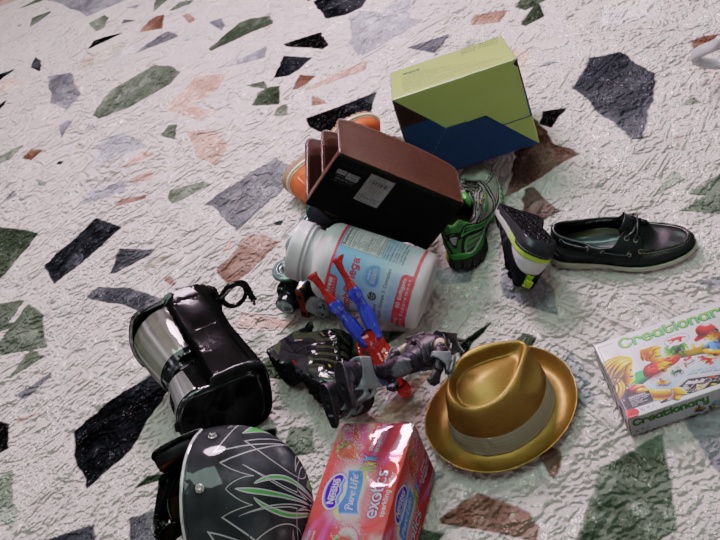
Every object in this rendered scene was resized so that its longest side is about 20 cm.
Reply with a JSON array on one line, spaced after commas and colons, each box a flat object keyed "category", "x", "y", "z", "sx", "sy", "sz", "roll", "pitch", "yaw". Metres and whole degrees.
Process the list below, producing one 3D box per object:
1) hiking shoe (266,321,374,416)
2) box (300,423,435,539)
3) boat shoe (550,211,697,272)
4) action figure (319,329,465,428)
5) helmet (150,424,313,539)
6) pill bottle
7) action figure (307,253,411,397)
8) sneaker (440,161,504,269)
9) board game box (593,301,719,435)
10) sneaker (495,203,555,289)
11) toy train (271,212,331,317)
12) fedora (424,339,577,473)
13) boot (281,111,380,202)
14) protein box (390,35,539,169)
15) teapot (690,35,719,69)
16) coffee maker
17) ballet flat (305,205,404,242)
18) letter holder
[{"category": "hiking shoe", "x": -0.040, "y": 0.120, "z": 1.409, "sx": 0.101, "sy": 0.076, "sz": 0.199, "roll": -44, "pitch": 42, "yaw": -20}, {"category": "box", "x": 0.007, "y": 0.279, "z": 1.190, "sx": 0.101, "sy": 0.095, "sz": 0.202, "roll": -3, "pitch": 43, "yaw": 25}, {"category": "boat shoe", "x": 0.348, "y": -0.047, "z": 1.417, "sx": 0.196, "sy": 0.067, "sz": 0.075, "roll": 1, "pitch": 44, "yaw": 27}, {"category": "action figure", "x": 0.046, "y": 0.118, "z": 1.264, "sx": 0.198, "sy": 0.070, "sz": 0.130, "roll": -19, "pitch": -7, "yaw": -33}, {"category": "helmet", "x": -0.146, "y": 0.267, "z": 1.184, "sx": 0.189, "sy": 0.200, "sz": 0.202, "roll": -23, "pitch": 31, "yaw": 41}, {"category": "pill bottle", "x": 0.000, "y": 0.000, "z": 1.450, "sx": 0.197, "sy": 0.110, "sz": 0.110, "roll": 18, "pitch": 49, "yaw": 10}, {"category": "action figure", "x": 0.010, "y": 0.075, "z": 1.381, "sx": 0.065, "sy": 0.202, "sz": 0.099, "roll": -31, "pitch": 3, "yaw": 6}, {"category": "sneaker", "x": 0.163, "y": -0.099, "z": 1.553, "sx": 0.077, "sy": 0.086, "sz": 0.202, "roll": -5, "pitch": 42, "yaw": 20}, {"category": "board game box", "x": 0.390, "y": 0.109, "z": 1.245, "sx": 0.197, "sy": 0.035, "sz": 0.127, "roll": -20, "pitch": 39, "yaw": 4}, {"category": "sneaker", "x": 0.215, "y": -0.031, "z": 1.461, "sx": 0.071, "sy": 0.084, "sz": 0.200, "roll": 17, "pitch": 19, "yaw": -5}, {"category": "toy train", "x": -0.054, "y": -0.013, "z": 1.569, "sx": 0.112, "sy": 0.086, "sz": 0.201, "roll": 8, "pitch": 48, "yaw": 20}, {"category": "fedora", "x": 0.163, "y": 0.146, "z": 1.274, "sx": 0.197, "sy": 0.083, "sz": 0.202, "roll": -13, "pitch": 40, "yaw": 11}, {"category": "boot", "x": -0.026, "y": -0.179, "z": 1.755, "sx": 0.200, "sy": 0.075, "sz": 0.107, "roll": -43, "pitch": 45, "yaw": -10}, {"category": "protein box", "x": 0.158, "y": -0.257, "z": 1.654, "sx": 0.195, "sy": 0.137, "sz": 0.201, "roll": -17, "pitch": 21, "yaw": 7}, {"category": "teapot", "x": 0.623, "y": -0.329, "z": 1.551, "sx": 0.198, "sy": 0.146, "sz": 0.200, "roll": -46, "pitch": 68, "yaw": 10}, {"category": "coffee maker", "x": -0.199, "y": 0.114, "z": 1.436, "sx": 0.191, "sy": 0.135, "sz": 0.200, "roll": -40, "pitch": 47, "yaw": -5}, {"category": "ballet flat", "x": 0.006, "y": -0.075, "z": 1.531, "sx": 0.197, "sy": 0.074, "sz": 0.073, "roll": 12, "pitch": 26, "yaw": -30}, {"category": "letter holder", "x": 0.030, "y": -0.141, "z": 1.479, "sx": 0.101, "sy": 0.197, "sz": 0.144, "roll": -51, "pitch": 30, "yaw": 38}]
